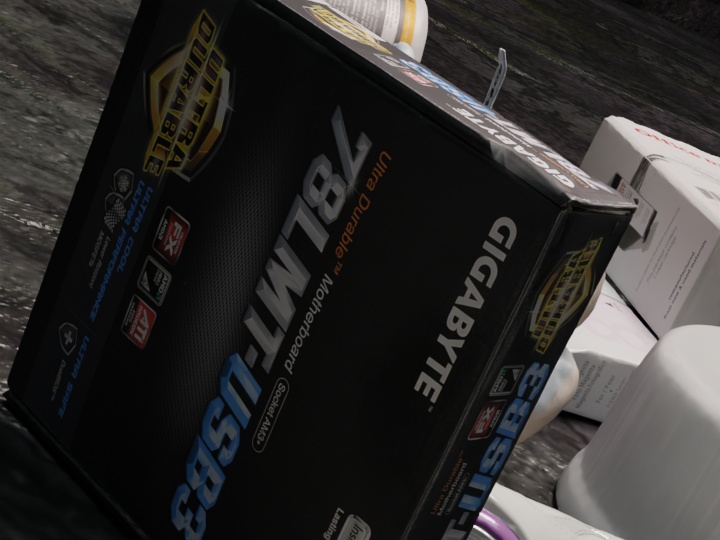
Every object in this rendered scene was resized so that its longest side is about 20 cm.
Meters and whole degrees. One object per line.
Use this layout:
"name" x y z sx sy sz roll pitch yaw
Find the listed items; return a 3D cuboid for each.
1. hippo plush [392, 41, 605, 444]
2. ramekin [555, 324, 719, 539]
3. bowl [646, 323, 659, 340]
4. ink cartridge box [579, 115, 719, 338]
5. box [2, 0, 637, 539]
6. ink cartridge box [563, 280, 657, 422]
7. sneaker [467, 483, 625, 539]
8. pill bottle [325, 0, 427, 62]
"hippo plush" 0.000 0.000 0.649 0.159 0.203 0.158 -2 9 -38
"ramekin" 0.203 0.111 0.720 0.198 0.099 0.201 23 19 -8
"bowl" 0.269 0.085 0.958 0.198 0.040 0.201 23 19 -8
"ink cartridge box" 0.235 -0.011 0.978 0.145 0.084 0.200 19 19 -20
"box" -0.029 0.014 0.529 0.049 0.202 0.198 1 31 -49
"ink cartridge box" 0.077 0.018 0.887 0.198 0.057 0.163 22 19 -23
"sneaker" 0.067 0.128 0.575 0.198 0.076 0.100 28 4 -1
"pill bottle" -0.055 -0.202 1.194 0.198 0.117 0.117 18 20 -22
